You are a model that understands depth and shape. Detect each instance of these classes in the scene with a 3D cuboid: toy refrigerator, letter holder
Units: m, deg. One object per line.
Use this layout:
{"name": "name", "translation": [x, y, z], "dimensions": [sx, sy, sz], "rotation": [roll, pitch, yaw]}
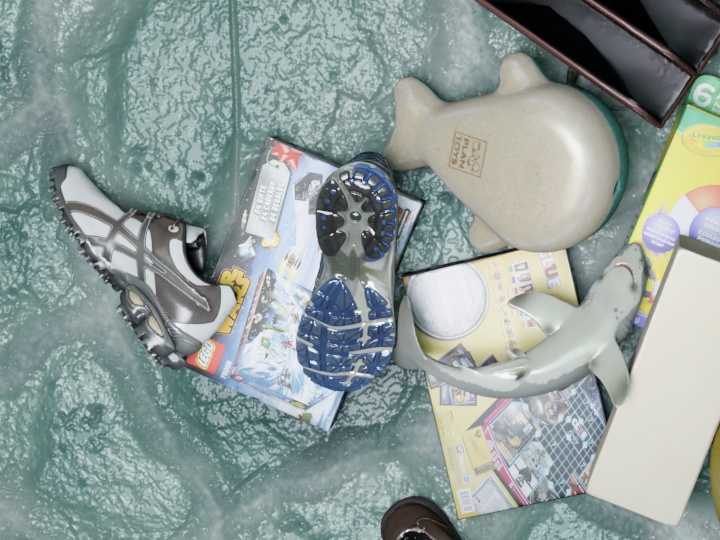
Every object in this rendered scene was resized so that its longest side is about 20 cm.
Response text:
{"name": "toy refrigerator", "translation": [0.240, 0.082, 1.319], "dimensions": [0.075, 0.070, 0.201], "rotation": [20, 103, 7]}
{"name": "letter holder", "translation": [0.157, -0.207, 1.287], "dimensions": [0.200, 0.142, 0.101], "rotation": [38, 101, 17]}

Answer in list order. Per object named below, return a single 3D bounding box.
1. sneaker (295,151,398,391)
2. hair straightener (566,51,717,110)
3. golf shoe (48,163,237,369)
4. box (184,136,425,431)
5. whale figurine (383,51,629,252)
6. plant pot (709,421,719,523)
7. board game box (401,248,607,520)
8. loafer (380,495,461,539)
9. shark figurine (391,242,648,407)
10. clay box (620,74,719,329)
{"name": "sneaker", "translation": [0.000, 0.000, 1.346], "dimensions": [0.077, 0.085, 0.201], "rotation": [13, 119, 4]}
{"name": "hair straightener", "translation": [0.242, -0.187, 1.351], "dimensions": [0.200, 0.041, 0.077], "rotation": [-39, 88, 9]}
{"name": "golf shoe", "translation": [-0.172, -0.019, 1.400], "dimensions": [0.094, 0.078, 0.200], "rotation": [-36, 72, -3]}
{"name": "box", "translation": [-0.048, 0.010, 1.408], "dimensions": [0.136, 0.040, 0.201], "rotation": [24, 98, 4]}
{"name": "whale figurine", "translation": [0.116, -0.093, 1.360], "dimensions": [0.199, 0.104, 0.160], "rotation": [18, 110, 30]}
{"name": "plant pot", "translation": [0.340, 0.144, 1.303], "dimensions": [0.199, 0.142, 0.202], "rotation": [-2, 100, -10]}
{"name": "board game box", "translation": [0.121, 0.086, 1.394], "dimensions": [0.135, 0.035, 0.201], "rotation": [-12, 93, 9]}
{"name": "loafer", "translation": [0.081, 0.275, 1.397], "dimensions": [0.073, 0.071, 0.200], "rotation": [-41, 89, 9]}
{"name": "shark figurine", "translation": [0.128, 0.072, 1.336], "dimensions": [0.213, 0.090, 0.129], "rotation": [-16, 65, 5]}
{"name": "clay box", "translation": [0.275, -0.041, 1.355], "dimensions": [0.114, 0.048, 0.201], "rotation": [22, 99, 4]}
